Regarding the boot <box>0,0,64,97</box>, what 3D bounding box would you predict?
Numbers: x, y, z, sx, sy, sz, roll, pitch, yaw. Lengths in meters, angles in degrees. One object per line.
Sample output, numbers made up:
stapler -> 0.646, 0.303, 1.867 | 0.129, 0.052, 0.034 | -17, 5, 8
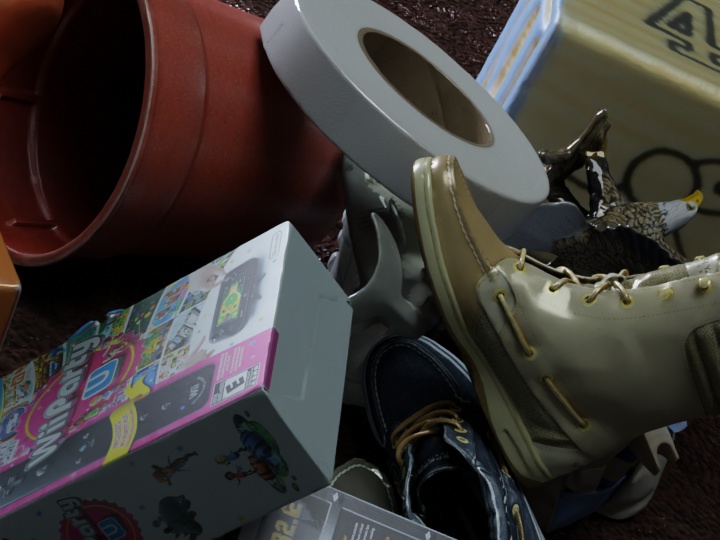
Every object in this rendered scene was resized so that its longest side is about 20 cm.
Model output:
boot -> -0.234, -0.092, 1.178 | 0.107, 0.200, 0.075 | 50, 5, 24

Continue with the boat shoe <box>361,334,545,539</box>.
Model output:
boat shoe -> 0.046, 0.102, 1.155 | 0.201, 0.071, 0.091 | 61, 6, 34

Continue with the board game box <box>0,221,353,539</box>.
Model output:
board game box -> -0.106, 0.078, 0.999 | 0.064, 0.199, 0.148 | 53, 22, -24

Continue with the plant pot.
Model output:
plant pot -> -0.115, -0.090, 1.265 | 0.195, 0.201, 0.201 | 10, 34, -43

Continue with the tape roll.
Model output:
tape roll -> 0.029, -0.099, 1.241 | 0.202, 0.037, 0.203 | 36, 21, -16

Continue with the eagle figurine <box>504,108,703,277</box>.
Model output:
eagle figurine -> 0.188, -0.002, 1.347 | 0.201, 0.151, 0.152 | 56, 4, 8

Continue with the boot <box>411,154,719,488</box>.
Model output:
boot -> 0.124, 0.009, 1.122 | 0.073, 0.155, 0.201 | -56, 124, -70

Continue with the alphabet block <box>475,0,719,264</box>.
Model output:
alphabet block -> 0.196, -0.112, 1.532 | 0.199, 0.196, 0.197 | 25, 33, -8

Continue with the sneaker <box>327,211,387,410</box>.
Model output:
sneaker -> 0.011, -0.008, 1.288 | 0.075, 0.081, 0.201 | 8, 59, 0

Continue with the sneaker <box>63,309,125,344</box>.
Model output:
sneaker -> -0.085, 0.063, 1.183 | 0.199, 0.073, 0.082 | -10, 70, -45

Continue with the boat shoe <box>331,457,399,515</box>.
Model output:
boat shoe -> -0.007, 0.162, 1.089 | 0.072, 0.060, 0.202 | 25, 31, -6

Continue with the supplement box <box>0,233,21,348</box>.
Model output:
supplement box -> -0.289, 0.005, 1.089 | 0.199, 0.069, 0.067 | 5, 35, -30

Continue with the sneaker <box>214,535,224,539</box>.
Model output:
sneaker -> -0.067, 0.127, 1.087 | 0.075, 0.087, 0.200 | 7, 44, 27

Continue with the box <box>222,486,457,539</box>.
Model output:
box -> -0.009, 0.210, 0.951 | 0.158, 0.048, 0.201 | 23, 57, -8

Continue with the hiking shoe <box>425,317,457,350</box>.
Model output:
hiking shoe -> 0.040, -0.026, 1.389 | 0.100, 0.076, 0.200 | 12, 35, -32

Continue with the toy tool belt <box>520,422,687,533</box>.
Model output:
toy tool belt -> 0.133, 0.092, 1.244 | 0.125, 0.123, 0.200 | 41, 33, 20

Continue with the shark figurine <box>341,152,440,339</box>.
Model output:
shark figurine -> 0.007, 0.017, 1.177 | 0.128, 0.089, 0.215 | 56, 12, -16
